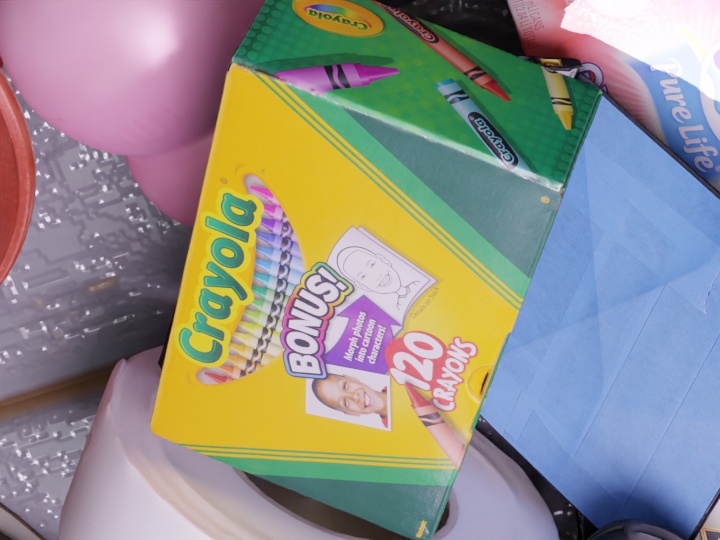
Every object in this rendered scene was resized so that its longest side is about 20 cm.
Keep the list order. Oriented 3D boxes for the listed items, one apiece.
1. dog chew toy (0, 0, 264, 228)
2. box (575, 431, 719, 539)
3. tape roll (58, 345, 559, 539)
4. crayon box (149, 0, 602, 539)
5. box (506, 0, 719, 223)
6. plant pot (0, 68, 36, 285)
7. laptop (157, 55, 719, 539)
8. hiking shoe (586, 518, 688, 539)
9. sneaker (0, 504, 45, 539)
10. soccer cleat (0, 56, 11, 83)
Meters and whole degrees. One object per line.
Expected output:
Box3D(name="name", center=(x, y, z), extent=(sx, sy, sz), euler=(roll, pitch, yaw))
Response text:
Box3D(name="dog chew toy", center=(-0.053, -0.073, 0.930), extent=(0.124, 0.125, 0.200), euler=(-33, 121, 15))
Box3D(name="box", center=(0.194, 0.120, 1.019), extent=(0.198, 0.086, 0.165), euler=(-2, 113, 3))
Box3D(name="tape roll", center=(-0.021, 0.108, 0.960), extent=(0.201, 0.203, 0.071), euler=(20, 114, -6))
Box3D(name="crayon box", center=(0.000, 0.000, 0.837), extent=(0.118, 0.058, 0.201), euler=(21, 137, 5))
Box3D(name="box", center=(0.123, -0.077, 0.930), extent=(0.102, 0.095, 0.201), euler=(-16, 112, 9))
Box3D(name="plant pot", center=(-0.230, 0.012, 0.856), extent=(0.199, 0.196, 0.202), euler=(0, 125, 1))
Box3D(name="laptop", center=(0.042, 0.023, 0.889), extent=(0.198, 0.117, 0.188), euler=(2, 139, -17))
Box3D(name="hiking shoe", center=(0.092, 0.188, 0.935), extent=(0.075, 0.101, 0.201), euler=(23, 133, 10))
Box3D(name="sneaker", center=(-0.125, 0.177, 1.052), extent=(0.199, 0.090, 0.067), euler=(30, 111, -11))
Box3D(name="soccer cleat", center=(-0.203, -0.051, 0.971), extent=(0.085, 0.069, 0.201), euler=(23, 117, -12))
